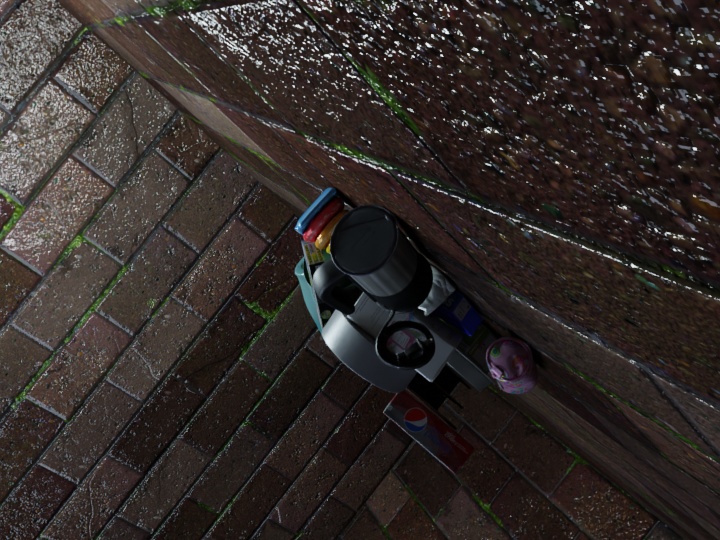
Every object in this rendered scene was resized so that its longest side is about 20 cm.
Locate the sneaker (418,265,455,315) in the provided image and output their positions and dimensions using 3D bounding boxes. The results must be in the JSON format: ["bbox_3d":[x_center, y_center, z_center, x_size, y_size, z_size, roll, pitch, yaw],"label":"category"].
[{"bbox_3d":[0.087,0.009,1.303,0.070,0.081,0.200,39,-179,-42],"label":"sneaker"}]

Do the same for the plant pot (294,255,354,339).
[{"bbox_3d":[-0.060,0.039,1.740,0.189,0.199,0.200,56,171,-23],"label":"plant pot"}]

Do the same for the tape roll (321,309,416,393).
[{"bbox_3d":[0.023,0.147,1.369,0.199,0.067,0.200,35,-169,-8],"label":"tape roll"}]

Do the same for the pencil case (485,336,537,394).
[{"bbox_3d":[0.282,0.180,1.306,0.087,0.088,0.200,39,176,22],"label":"pencil case"}]

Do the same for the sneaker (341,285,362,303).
[{"bbox_3d":[0.008,0.126,1.499,0.076,0.089,0.203,-32,-77,-77],"label":"sneaker"}]

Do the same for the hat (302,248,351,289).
[{"bbox_3d":[0.000,0.000,1.481,0.176,0.199,0.166,42,170,49],"label":"hat"}]

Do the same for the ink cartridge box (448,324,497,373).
[{"bbox_3d":[0.203,0.117,1.511,0.200,0.076,0.148,44,176,-38],"label":"ink cartridge box"}]

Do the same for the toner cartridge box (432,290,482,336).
[{"bbox_3d":[0.140,0.051,1.375,0.199,0.043,0.095,30,166,47],"label":"toner cartridge box"}]

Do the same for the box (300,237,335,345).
[{"bbox_3d":[-0.080,0.041,1.450,0.111,0.034,0.203,-113,11,-57],"label":"box"}]

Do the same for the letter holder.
[{"bbox_3d":[0.146,0.234,1.526,0.200,0.101,0.142,41,175,-18],"label":"letter holder"}]

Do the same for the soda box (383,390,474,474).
[{"bbox_3d":[0.144,0.339,1.501,0.199,0.070,0.063,39,173,9],"label":"soda box"}]

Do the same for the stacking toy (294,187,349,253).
[{"bbox_3d":[-0.023,-0.053,1.366,0.200,0.110,0.116,43,178,3],"label":"stacking toy"}]

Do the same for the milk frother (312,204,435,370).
[{"bbox_3d":[0.045,0.034,1.129,0.200,0.181,0.188,42,180,31],"label":"milk frother"}]

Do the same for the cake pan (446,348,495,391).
[{"bbox_3d":[0.197,0.187,1.493,0.200,0.037,0.200,41,178,2],"label":"cake pan"}]

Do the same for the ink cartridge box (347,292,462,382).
[{"bbox_3d":[0.089,0.108,1.339,0.199,0.085,0.144,38,-169,9],"label":"ink cartridge box"}]
